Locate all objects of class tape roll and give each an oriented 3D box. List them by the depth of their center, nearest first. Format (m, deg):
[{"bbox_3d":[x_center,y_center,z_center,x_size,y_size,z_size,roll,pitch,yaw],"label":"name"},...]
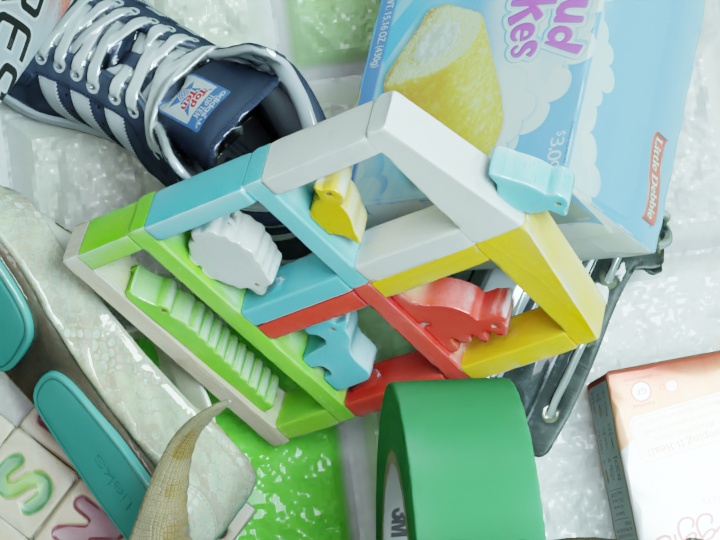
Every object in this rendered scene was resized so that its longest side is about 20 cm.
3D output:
[{"bbox_3d":[0.037,0.141,0.980,0.048,0.200,0.202,-2,83,-5],"label":"tape roll"}]

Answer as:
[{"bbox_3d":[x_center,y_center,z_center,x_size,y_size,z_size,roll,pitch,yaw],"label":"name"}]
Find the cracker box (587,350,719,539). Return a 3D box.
[{"bbox_3d":[0.178,0.129,1.063,0.133,0.058,0.202,-11,84,-5],"label":"cracker box"}]

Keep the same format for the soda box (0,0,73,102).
[{"bbox_3d":[-0.171,-0.094,1.016,0.068,0.064,0.201,29,82,45],"label":"soda box"}]

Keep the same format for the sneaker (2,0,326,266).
[{"bbox_3d":[-0.089,-0.078,1.048,0.199,0.109,0.070,36,82,2],"label":"sneaker"}]

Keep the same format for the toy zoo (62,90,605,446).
[{"bbox_3d":[0.000,0.000,0.990,0.131,0.199,0.021,43,45,-31],"label":"toy zoo"}]

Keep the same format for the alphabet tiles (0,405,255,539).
[{"bbox_3d":[-0.141,0.147,1.067,0.167,0.008,0.200,37,82,2],"label":"alphabet tiles"}]

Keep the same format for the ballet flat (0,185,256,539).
[{"bbox_3d":[-0.116,0.026,1.060,0.062,0.067,0.201,-34,88,-38],"label":"ballet flat"}]

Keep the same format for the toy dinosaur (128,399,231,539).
[{"bbox_3d":[-0.088,0.131,1.024,0.100,0.058,0.202,-6,116,-9],"label":"toy dinosaur"}]

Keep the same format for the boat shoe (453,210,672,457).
[{"bbox_3d":[0.092,-0.018,1.079,0.071,0.072,0.201,30,86,-15],"label":"boat shoe"}]

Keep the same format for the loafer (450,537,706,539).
[{"bbox_3d":[0.105,0.125,0.870,0.199,0.071,0.074,6,78,-38],"label":"loafer"}]

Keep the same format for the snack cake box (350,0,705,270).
[{"bbox_3d":[0.071,-0.105,1.034,0.067,0.114,0.201,34,61,-42],"label":"snack cake box"}]
